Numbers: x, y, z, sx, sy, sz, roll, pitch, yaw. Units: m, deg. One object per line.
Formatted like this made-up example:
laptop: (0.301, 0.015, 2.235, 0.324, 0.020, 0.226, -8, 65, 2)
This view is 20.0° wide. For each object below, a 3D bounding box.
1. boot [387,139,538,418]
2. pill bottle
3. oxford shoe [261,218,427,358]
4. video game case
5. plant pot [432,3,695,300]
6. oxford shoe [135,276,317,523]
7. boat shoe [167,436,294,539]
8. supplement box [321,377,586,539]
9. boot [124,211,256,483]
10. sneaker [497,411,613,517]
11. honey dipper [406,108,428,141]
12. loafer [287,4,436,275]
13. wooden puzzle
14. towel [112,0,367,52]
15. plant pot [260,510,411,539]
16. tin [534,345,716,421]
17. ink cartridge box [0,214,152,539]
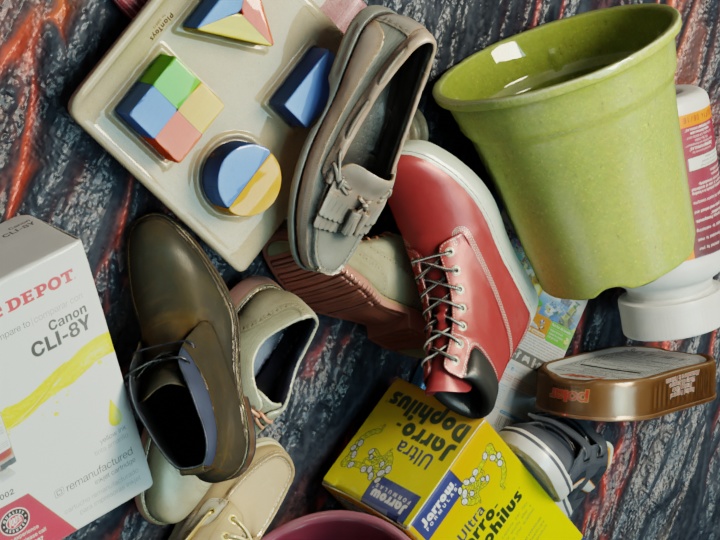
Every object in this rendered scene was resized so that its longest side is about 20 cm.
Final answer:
boot: (0.061, 0.011, 1.558, 0.201, 0.072, 0.145, 56, 41, -27)
pill bottle: (0.253, -0.049, 1.728, 0.109, 0.109, 0.202, -18, 104, -34)
oxford shoe: (0.000, 0.000, 1.596, 0.200, 0.070, 0.074, 34, 57, -41)
video game case: (0.129, 0.037, 1.729, 0.143, 0.018, 0.201, 27, 85, -39)
plant pot: (0.177, -0.086, 1.597, 0.199, 0.200, 0.186, -29, 110, -29)
oxford shoe: (-0.101, 0.102, 1.514, 0.071, 0.074, 0.201, 29, 87, -43)
boat shoe: (-0.110, 0.217, 1.553, 0.200, 0.069, 0.074, -51, 128, -15)
supplement box: (0.080, 0.198, 1.666, 0.110, 0.108, 0.200, -53, 133, -14)
boot: (-0.126, 0.054, 1.439, 0.074, 0.097, 0.202, -20, 87, 9)
sneaker: (0.162, 0.151, 1.710, 0.080, 0.078, 0.200, -49, 163, -8)
honey dipper: (-0.038, -0.088, 1.552, 0.199, 0.038, 0.038, -16, 112, -30)
loafer: (0.002, -0.088, 1.470, 0.072, 0.063, 0.202, 3, 107, -47)
wooden puzzle: (-0.086, -0.124, 1.463, 0.200, 0.046, 0.186, 45, 76, -32)
towel: (-0.095, -0.204, 1.480, 0.144, 0.023, 0.200, -52, 126, -13)
plant pot: (-0.004, 0.316, 1.602, 0.201, 0.199, 0.179, -52, 143, -15)
tin: (0.228, 0.095, 1.752, 0.199, 0.111, 0.042, -9, 99, -52)
ink cartridge box: (-0.243, 0.085, 1.401, 0.144, 0.083, 0.202, -28, 119, -29)
